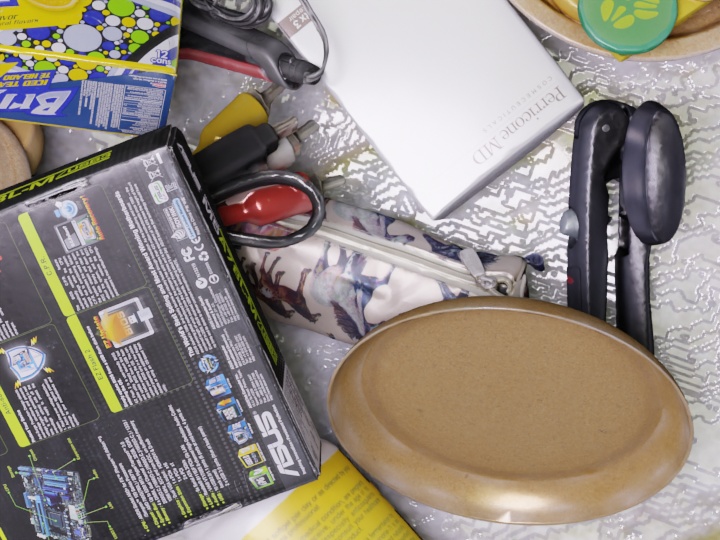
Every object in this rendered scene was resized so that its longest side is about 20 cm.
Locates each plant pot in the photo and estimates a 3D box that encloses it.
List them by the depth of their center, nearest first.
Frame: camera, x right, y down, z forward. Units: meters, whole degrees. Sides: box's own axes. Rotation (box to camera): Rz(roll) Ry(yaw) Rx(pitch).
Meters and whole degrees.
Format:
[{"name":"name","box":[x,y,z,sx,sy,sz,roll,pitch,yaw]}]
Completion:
[{"name":"plant pot","box":[0.082,0.075,1.023,0.200,0.200,0.028,5,50,7]}]

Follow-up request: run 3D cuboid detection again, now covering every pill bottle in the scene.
[{"name":"pill bottle","box":[-0.026,0.168,1.054,0.114,0.114,0.200,-43,87,7]}]

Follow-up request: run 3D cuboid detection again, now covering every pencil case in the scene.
[{"name":"pencil case","box":[0.000,0.000,1.058,0.200,0.090,0.078,18,51,7]}]

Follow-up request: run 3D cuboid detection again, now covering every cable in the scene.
[{"name":"cable","box":[-0.100,-0.027,1.004,0.200,0.050,0.097,-29,75,-12]}]

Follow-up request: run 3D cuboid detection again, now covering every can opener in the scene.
[{"name":"can opener","box":[0.141,0.002,1.053,0.063,0.079,0.200,4,102,-1]}]

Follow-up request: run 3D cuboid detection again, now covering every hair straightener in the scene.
[{"name":"hair straightener","box":[-0.094,-0.146,1.033,0.200,0.041,0.077,24,138,36]}]

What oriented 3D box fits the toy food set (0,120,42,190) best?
[{"name":"toy food set","box":[-0.267,-0.010,1.060,0.198,0.049,0.200,-24,51,15]}]

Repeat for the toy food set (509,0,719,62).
[{"name":"toy food set","box":[0.158,-0.206,1.021,0.200,0.049,0.198,-35,78,-13]}]

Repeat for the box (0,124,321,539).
[{"name":"box","box":[-0.144,0.050,0.959,0.193,0.048,0.200,-21,110,9]}]

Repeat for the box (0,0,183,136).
[{"name":"box","box":[-0.196,-0.124,0.979,0.200,0.064,0.070,7,57,-10]}]

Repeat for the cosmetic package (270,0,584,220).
[{"name":"cosmetic package","box":[0.024,-0.137,1.053,0.113,0.081,0.200,-40,86,5]}]
